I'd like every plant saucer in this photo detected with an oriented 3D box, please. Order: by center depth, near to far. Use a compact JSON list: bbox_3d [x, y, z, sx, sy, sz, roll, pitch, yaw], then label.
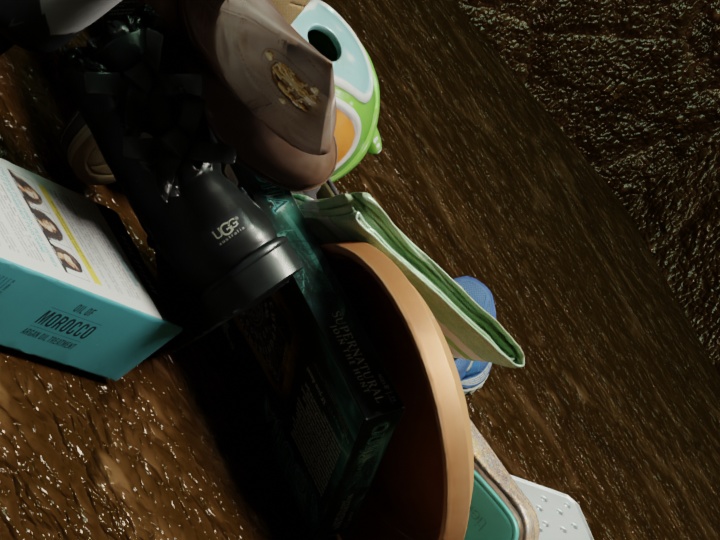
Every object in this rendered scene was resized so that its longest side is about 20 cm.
[{"bbox_3d":[0.012,0.080,1.204,0.200,0.032,0.202,39,-44,52],"label":"plant saucer"}]

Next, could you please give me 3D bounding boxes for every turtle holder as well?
[{"bbox_3d":[-0.060,-0.155,1.557,0.132,0.140,0.187,46,44,-73],"label":"turtle holder"}]

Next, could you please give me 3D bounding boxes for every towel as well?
[{"bbox_3d":[0.000,0.000,1.284,0.152,0.023,0.200,43,-17,-24],"label":"towel"}]

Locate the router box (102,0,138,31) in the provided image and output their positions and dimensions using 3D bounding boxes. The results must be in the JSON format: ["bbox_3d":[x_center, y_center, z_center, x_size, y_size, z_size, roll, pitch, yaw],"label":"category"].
[{"bbox_3d":[-0.110,-0.130,1.388,0.200,0.052,0.159,14,76,-72],"label":"router box"}]

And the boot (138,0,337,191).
[{"bbox_3d":[-0.041,-0.087,1.090,0.187,0.064,0.200,49,-5,-29],"label":"boot"}]

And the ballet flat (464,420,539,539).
[{"bbox_3d":[0.042,0.104,1.292,0.201,0.068,0.067,56,18,19],"label":"ballet flat"}]

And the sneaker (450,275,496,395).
[{"bbox_3d":[0.062,0.043,1.483,0.078,0.090,0.200,31,25,6],"label":"sneaker"}]

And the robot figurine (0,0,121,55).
[{"bbox_3d":[-0.169,-0.202,1.181,0.125,0.199,0.150,51,12,-16],"label":"robot figurine"}]

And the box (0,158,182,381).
[{"bbox_3d":[-0.167,-0.006,1.018,0.083,0.049,0.200,58,12,23],"label":"box"}]

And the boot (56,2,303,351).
[{"bbox_3d":[-0.106,-0.047,1.132,0.163,0.073,0.198,58,-16,1],"label":"boot"}]

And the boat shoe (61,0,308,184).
[{"bbox_3d":[-0.107,-0.137,1.250,0.065,0.200,0.072,43,-3,26],"label":"boat shoe"}]

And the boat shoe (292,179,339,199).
[{"bbox_3d":[-0.048,-0.076,1.368,0.201,0.064,0.072,72,8,-51],"label":"boat shoe"}]

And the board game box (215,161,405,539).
[{"bbox_3d":[-0.042,0.040,1.228,0.201,0.028,0.136,62,-28,28],"label":"board game box"}]

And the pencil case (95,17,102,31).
[{"bbox_3d":[-0.187,-0.246,1.487,0.200,0.093,0.091,52,35,-8],"label":"pencil case"}]

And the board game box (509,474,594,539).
[{"bbox_3d":[0.081,0.193,1.325,0.199,0.026,0.201,21,28,-28],"label":"board game box"}]
